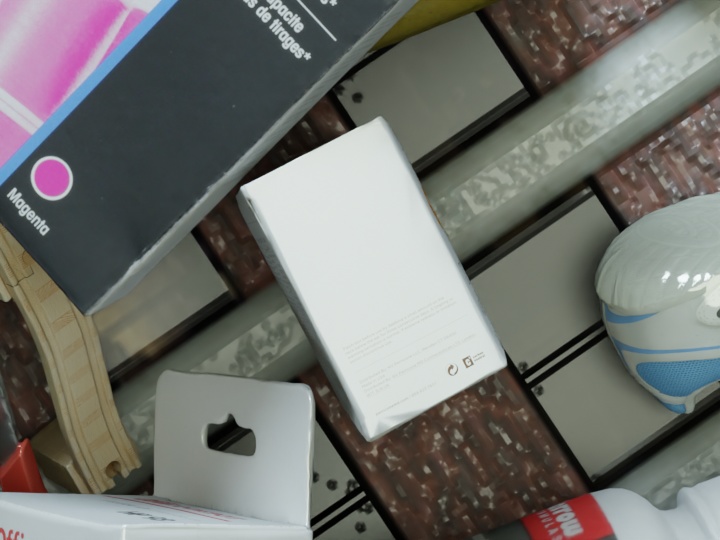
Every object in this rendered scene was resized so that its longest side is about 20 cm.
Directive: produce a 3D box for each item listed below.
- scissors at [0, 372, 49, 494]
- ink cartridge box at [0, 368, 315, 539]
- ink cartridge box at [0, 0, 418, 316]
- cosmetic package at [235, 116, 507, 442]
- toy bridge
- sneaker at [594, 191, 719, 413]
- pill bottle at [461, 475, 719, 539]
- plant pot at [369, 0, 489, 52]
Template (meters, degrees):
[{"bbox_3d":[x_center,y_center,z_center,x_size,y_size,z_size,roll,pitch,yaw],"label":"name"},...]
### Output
[{"bbox_3d":[-0.113,0.054,0.974,0.073,0.014,0.201,12,126,7],"label":"scissors"},{"bbox_3d":[-0.071,0.132,0.924,0.066,0.116,0.201,3,89,-29],"label":"ink cartridge box"},{"bbox_3d":[-0.040,-0.087,0.842,0.200,0.037,0.095,-44,87,18],"label":"ink cartridge box"},{"bbox_3d":[0.000,0.000,0.939,0.050,0.200,0.083,-29,93,-2],"label":"cosmetic package"},{"bbox_3d":[-0.119,-0.010,0.959,0.027,0.067,0.201,-35,119,-21],"label":"toy bridge"},{"bbox_3d":[0.178,-0.012,1.012,0.199,0.072,0.073,-21,128,10],"label":"sneaker"},{"bbox_3d":[0.059,0.140,0.987,0.199,0.114,0.115,-20,92,-3],"label":"pill bottle"},{"bbox_3d":[-0.062,-0.139,0.948,0.176,0.200,0.201,-29,92,9],"label":"plant pot"}]
